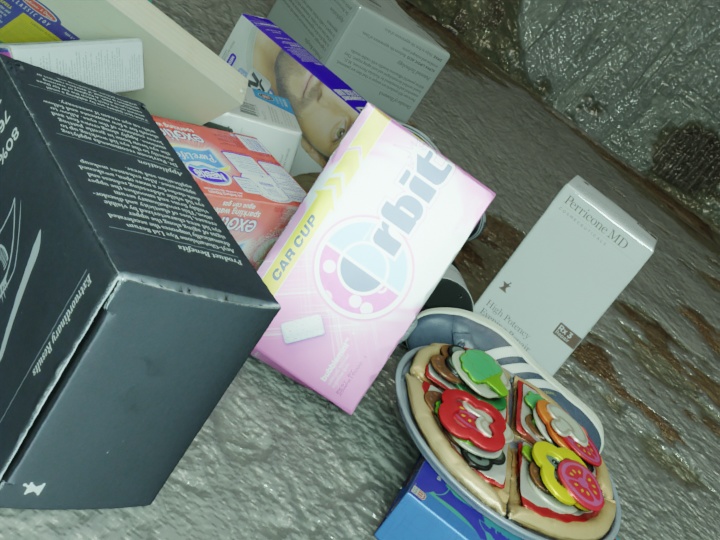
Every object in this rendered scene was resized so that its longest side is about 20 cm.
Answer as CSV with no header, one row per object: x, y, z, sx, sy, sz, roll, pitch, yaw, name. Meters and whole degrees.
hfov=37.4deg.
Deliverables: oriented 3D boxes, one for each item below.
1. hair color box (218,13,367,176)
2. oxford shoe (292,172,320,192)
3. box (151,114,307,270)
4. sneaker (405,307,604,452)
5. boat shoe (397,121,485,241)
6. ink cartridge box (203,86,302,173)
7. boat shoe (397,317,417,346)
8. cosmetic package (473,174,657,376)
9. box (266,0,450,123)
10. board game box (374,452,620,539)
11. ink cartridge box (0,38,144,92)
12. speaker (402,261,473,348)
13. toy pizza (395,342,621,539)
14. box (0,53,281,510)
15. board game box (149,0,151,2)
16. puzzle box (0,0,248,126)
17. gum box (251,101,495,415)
-0.073,-0.173,1.150,0.199,0.110,0.065,41,21,14,hair color box
-0.062,-0.045,0.983,0.074,0.072,0.200,11,19,13,oxford shoe
-0.136,-0.046,0.794,0.103,0.095,0.199,46,23,27,box
0.118,0.108,0.901,0.199,0.076,0.085,34,28,6,sneaker
0.070,-0.118,1.309,0.200,0.071,0.091,47,19,22,boat shoe
-0.160,-0.137,0.950,0.197,0.069,0.116,15,20,-17,ink cartridge box
0.000,0.000,0.932,0.072,0.062,0.201,36,25,-27,boat shoe
0.174,0.023,0.985,0.101,0.201,0.074,37,20,9,cosmetic package
-0.006,-0.353,1.615,0.198,0.131,0.200,17,27,-42,box
0.117,0.198,0.738,0.199,0.045,0.152,38,21,4,board game box
-0.271,-0.125,0.685,0.193,0.044,0.200,2,14,18,ink cartridge box
0.048,-0.008,1.030,0.080,0.082,0.201,26,22,-23,speaker
0.113,0.119,0.777,0.198,0.032,0.201,28,25,-14,toy pizza
-0.157,0.006,0.578,0.103,0.149,0.201,13,31,-47,box
-0.326,-0.334,1.168,0.198,0.045,0.153,27,22,-24,board game box
-0.197,-0.165,0.785,0.199,0.132,0.026,35,53,-38,puzzle box
-0.006,-0.005,0.778,0.113,0.201,0.066,34,0,-5,gum box
